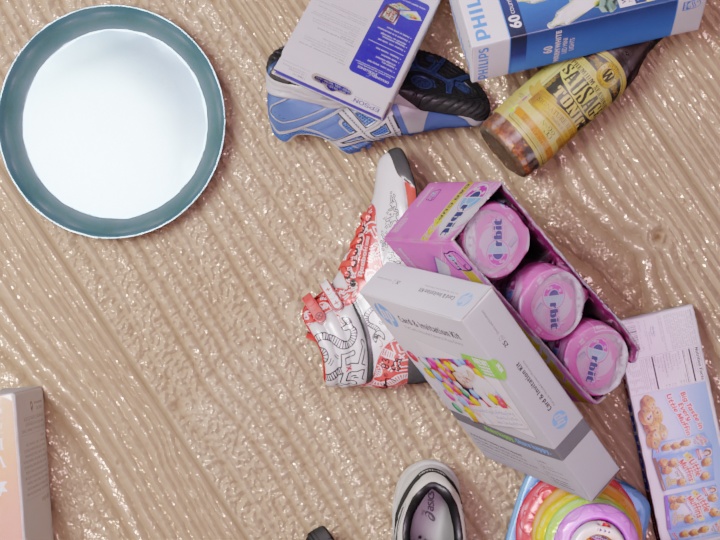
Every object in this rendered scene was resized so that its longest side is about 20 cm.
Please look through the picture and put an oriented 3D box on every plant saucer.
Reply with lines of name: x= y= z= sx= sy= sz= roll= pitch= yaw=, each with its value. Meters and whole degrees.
plant saucer: x=-0.215 y=-0.128 z=1.300 sx=0.197 sy=0.027 sz=0.203 roll=0 pitch=88 yaw=0

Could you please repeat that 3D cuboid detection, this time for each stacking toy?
stacking toy: x=0.184 y=0.221 z=1.202 sx=0.115 sy=0.200 sz=0.111 roll=18 pitch=89 yaw=2

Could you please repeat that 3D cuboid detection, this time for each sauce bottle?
sauce bottle: x=0.192 y=-0.166 z=1.280 sx=0.200 sy=0.066 sz=0.066 roll=-43 pitch=89 yaw=-3

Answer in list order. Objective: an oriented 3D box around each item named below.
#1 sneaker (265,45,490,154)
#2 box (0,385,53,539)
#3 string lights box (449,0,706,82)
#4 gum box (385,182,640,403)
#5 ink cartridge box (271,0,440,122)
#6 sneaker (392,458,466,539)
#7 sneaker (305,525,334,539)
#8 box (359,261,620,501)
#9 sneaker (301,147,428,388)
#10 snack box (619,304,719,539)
sneaker: x=0.013 y=-0.144 z=1.287 sx=0.197 sy=0.076 sz=0.078 roll=6 pitch=129 yaw=-9
box: x=-0.342 y=0.205 z=1.252 sx=0.150 sy=0.106 sz=0.203 roll=-5 pitch=88 yaw=0
string lights box: x=0.175 y=-0.234 z=1.242 sx=0.198 sy=0.059 sz=0.104 roll=-14 pitch=67 yaw=-2
gum box: x=0.125 y=0.022 z=1.212 sx=0.200 sy=0.113 sz=0.066 roll=47 pitch=72 yaw=-21
ink cartridge box: x=-0.001 y=-0.192 z=1.238 sx=0.099 sy=0.039 sz=0.201 roll=25 pitch=48 yaw=0
sneaker: x=0.053 y=0.263 z=1.259 sx=0.075 sy=0.088 sz=0.203 roll=-3 pitch=90 yaw=-2
sneaker: x=-0.032 y=0.328 z=1.270 sx=0.103 sy=0.060 sz=0.202 roll=-24 pitch=92 yaw=-5
box: x=0.102 y=0.086 z=1.192 sx=0.041 sy=0.155 sz=0.201 roll=-44 pitch=116 yaw=-17
sneaker: x=0.000 y=0.001 z=1.276 sx=0.106 sy=0.067 sz=0.204 roll=-6 pitch=91 yaw=-2
snack box: x=0.272 y=0.135 z=1.292 sx=0.071 sy=0.024 sz=0.203 roll=-12 pitch=88 yaw=-1
